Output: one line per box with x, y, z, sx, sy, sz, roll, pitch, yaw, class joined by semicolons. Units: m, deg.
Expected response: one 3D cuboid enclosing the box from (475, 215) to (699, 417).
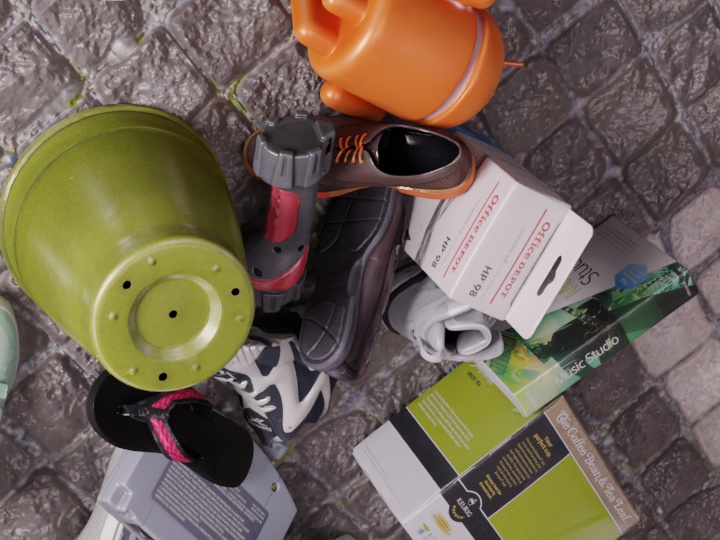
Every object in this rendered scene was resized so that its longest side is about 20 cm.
0.199;0.039;1.420;0.199;0.144;0.036;-37;120;-4;box

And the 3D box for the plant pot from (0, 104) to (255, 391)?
-0.172;-0.006;1.201;0.199;0.193;0.202;-10;118;-20;plant pot

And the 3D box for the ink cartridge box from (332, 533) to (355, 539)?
-0.057;0.345;1.434;0.147;0.084;0.200;-57;162;12;ink cartridge box

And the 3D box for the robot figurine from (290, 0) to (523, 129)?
0.036;-0.188;1.250;0.199;0.116;0.145;23;93;-30;robot figurine

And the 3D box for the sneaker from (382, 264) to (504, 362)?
0.120;0.019;1.391;0.199;0.115;0.075;-26;123;-10;sneaker

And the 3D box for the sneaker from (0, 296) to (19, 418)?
-0.320;0.126;1.245;0.073;0.118;0.202;10;109;-26;sneaker

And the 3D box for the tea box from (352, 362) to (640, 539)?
0.135;0.211;1.484;0.196;0.134;0.200;-36;124;-3;tea box

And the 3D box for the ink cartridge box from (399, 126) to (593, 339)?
0.104;-0.040;1.303;0.066;0.200;0.116;22;104;-31;ink cartridge box

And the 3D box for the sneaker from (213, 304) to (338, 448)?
-0.097;0.105;1.348;0.198;0.079;0.131;-9;117;-43;sneaker

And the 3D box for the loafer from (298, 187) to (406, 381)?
0.000;0.000;1.331;0.063;0.072;0.201;34;67;-47;loafer

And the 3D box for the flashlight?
-0.070;-0.047;1.253;0.068;0.068;0.201;-59;168;-35;flashlight

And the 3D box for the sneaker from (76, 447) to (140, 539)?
-0.215;0.253;1.381;0.079;0.078;0.201;19;104;-25;sneaker

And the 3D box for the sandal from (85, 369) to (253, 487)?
-0.151;0.132;1.286;0.200;0.045;0.076;33;68;-43;sandal

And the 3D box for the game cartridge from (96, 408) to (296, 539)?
-0.140;0.203;1.358;0.200;0.041;0.134;50;51;-36;game cartridge

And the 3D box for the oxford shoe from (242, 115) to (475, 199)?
-0.004;-0.102;1.260;0.198;0.073;0.072;1;79;8;oxford shoe
